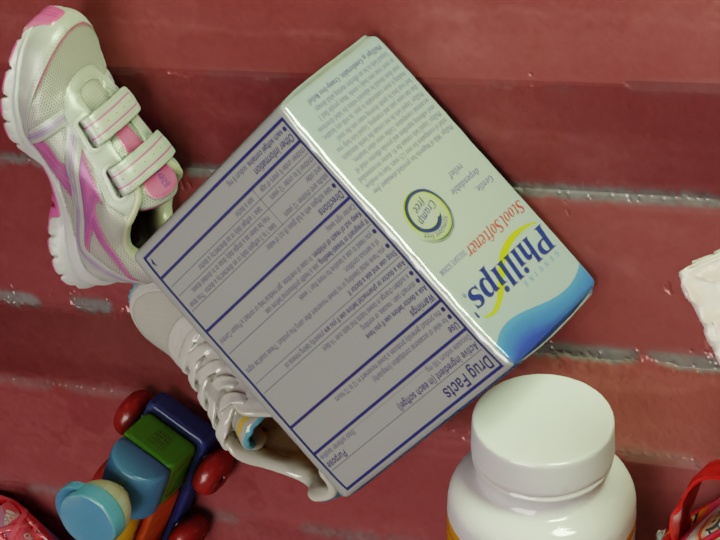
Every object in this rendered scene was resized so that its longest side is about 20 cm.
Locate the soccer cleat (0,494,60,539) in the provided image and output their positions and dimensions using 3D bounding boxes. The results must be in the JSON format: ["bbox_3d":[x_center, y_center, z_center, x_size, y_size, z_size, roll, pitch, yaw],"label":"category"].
[{"bbox_3d":[-0.237,0.206,2.015,0.200,0.068,0.073,26,127,25],"label":"soccer cleat"}]

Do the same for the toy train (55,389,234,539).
[{"bbox_3d":[-0.167,0.182,1.906,0.085,0.116,0.200,36,134,13],"label":"toy train"}]

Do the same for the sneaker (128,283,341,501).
[{"bbox_3d":[-0.069,0.066,1.777,0.200,0.081,0.077,33,136,17],"label":"sneaker"}]

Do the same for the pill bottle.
[{"bbox_3d":[0.106,0.164,1.679,0.111,0.111,0.200,20,132,26],"label":"pill bottle"}]

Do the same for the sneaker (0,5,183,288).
[{"bbox_3d":[-0.154,-0.074,1.754,0.088,0.081,0.200,9,132,32],"label":"sneaker"}]

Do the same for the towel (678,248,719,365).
[{"bbox_3d":[0.290,0.044,1.468,0.191,0.032,0.200,-24,104,17],"label":"towel"}]

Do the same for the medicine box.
[{"bbox_3d":[0.000,0.000,1.661,0.200,0.103,0.182,48,136,0],"label":"medicine box"}]

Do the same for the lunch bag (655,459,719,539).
[{"bbox_3d":[0.245,0.183,1.612,0.176,0.082,0.200,52,136,-2],"label":"lunch bag"}]
